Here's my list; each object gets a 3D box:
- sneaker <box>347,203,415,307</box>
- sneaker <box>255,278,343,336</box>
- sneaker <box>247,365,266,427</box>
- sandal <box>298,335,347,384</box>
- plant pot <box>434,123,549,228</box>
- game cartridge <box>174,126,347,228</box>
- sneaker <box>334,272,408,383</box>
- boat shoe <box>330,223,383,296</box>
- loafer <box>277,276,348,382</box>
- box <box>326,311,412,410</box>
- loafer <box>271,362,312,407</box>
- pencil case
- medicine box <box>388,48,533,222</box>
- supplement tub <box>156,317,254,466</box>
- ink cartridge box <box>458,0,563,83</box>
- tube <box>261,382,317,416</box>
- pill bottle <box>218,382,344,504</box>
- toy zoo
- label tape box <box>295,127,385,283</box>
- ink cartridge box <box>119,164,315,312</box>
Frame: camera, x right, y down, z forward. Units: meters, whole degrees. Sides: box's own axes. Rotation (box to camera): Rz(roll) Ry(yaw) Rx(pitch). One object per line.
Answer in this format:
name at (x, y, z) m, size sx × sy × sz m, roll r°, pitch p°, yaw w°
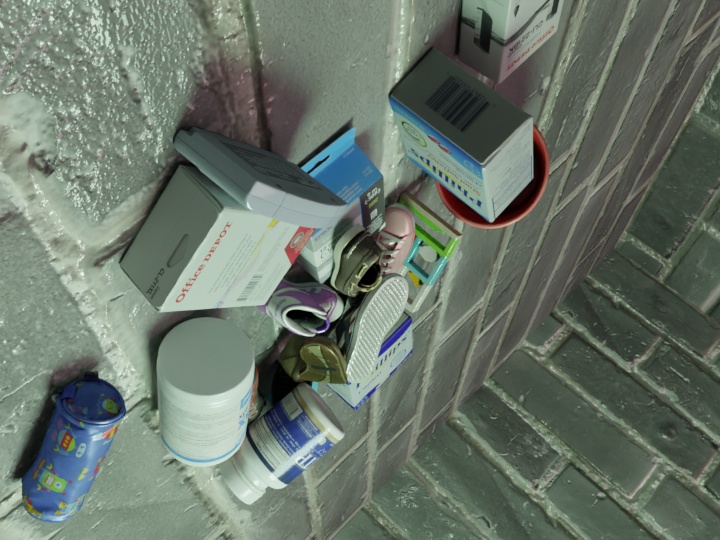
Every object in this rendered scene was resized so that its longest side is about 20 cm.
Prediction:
sneaker at (0.034, -0.010, 1.242) m, size 0.105 × 0.075 × 0.201 m, roll -67°, pitch -179°, yaw -62°
sneaker at (-0.072, 0.068, 1.107) m, size 0.200 × 0.114 × 0.073 m, roll 13°, pitch 106°, yaw -53°
sneaker at (-0.198, 0.206, 1.205) m, size 0.098 × 0.071 × 0.201 m, roll -26°, pitch 151°, yaw -44°
sandal at (-0.057, 0.135, 1.150) m, size 0.200 × 0.080 × 0.054 m, roll 92°, pitch 8°, yaw -63°
plant pot at (0.245, -0.176, 1.300) m, size 0.201 × 0.200 × 0.177 m, roll -55°, pitch 166°, yaw 15°
game cartridge at (-0.099, -0.097, 0.813) m, size 0.041 × 0.133 × 0.200 m, roll -61°, pitch 156°, yaw 12°
sneaker at (0.008, 0.081, 1.204) m, size 0.078 × 0.079 × 0.201 m, roll 13°, pitch 112°, yaw -34°
boat shoe at (0.000, 0.000, 1.088) m, size 0.072 × 0.059 × 0.200 m, roll -44°, pitch 165°, yaw -18°
loafer at (-0.084, 0.090, 1.250) m, size 0.201 × 0.067 × 0.076 m, roll -64°, pitch 163°, yaw -6°
box at (0.009, 0.164, 1.494) m, size 0.184 × 0.105 × 0.200 m, roll -44°, pitch 157°, yaw -16°
loafer at (-0.129, 0.244, 1.347) m, size 0.071 × 0.073 × 0.201 m, roll -54°, pitch 152°, yaw -89°
pencil case at (-0.360, 0.222, 0.908) m, size 0.201 × 0.086 × 0.078 m, roll -60°, pitch -167°, yaw 25°
medicine box at (0.153, -0.193, 1.079) m, size 0.103 × 0.182 × 0.200 m, roll -46°, pitch 158°, yaw -5°
supplement tub at (-0.219, 0.176, 1.032) m, size 0.132 × 0.132 × 0.201 m, roll -34°, pitch 155°, yaw -35°
ink cartridge box at (0.215, -0.385, 1.017) m, size 0.144 × 0.084 × 0.200 m, roll -44°, pitch 158°, yaw -17°
tube at (-0.139, 0.263, 1.445) m, size 0.200 × 0.050 × 0.078 m, roll -1°, pitch 101°, yaw -64°
pill bottle at (-0.137, 0.299, 1.250) m, size 0.200 × 0.120 × 0.120 m, roll -40°, pitch 158°, yaw -1°
toy zoo at (0.081, -0.019, 1.295) m, size 0.020 × 0.131 × 0.201 m, roll -16°, pitch 141°, yaw -54°
label tape box at (-0.035, -0.088, 1.045) m, size 0.143 × 0.066 × 0.200 m, roll -42°, pitch 159°, yaw -18°
ink cartridge box at (-0.158, -0.035, 0.863) m, size 0.146 × 0.083 × 0.200 m, roll -53°, pitch 158°, yaw 17°
